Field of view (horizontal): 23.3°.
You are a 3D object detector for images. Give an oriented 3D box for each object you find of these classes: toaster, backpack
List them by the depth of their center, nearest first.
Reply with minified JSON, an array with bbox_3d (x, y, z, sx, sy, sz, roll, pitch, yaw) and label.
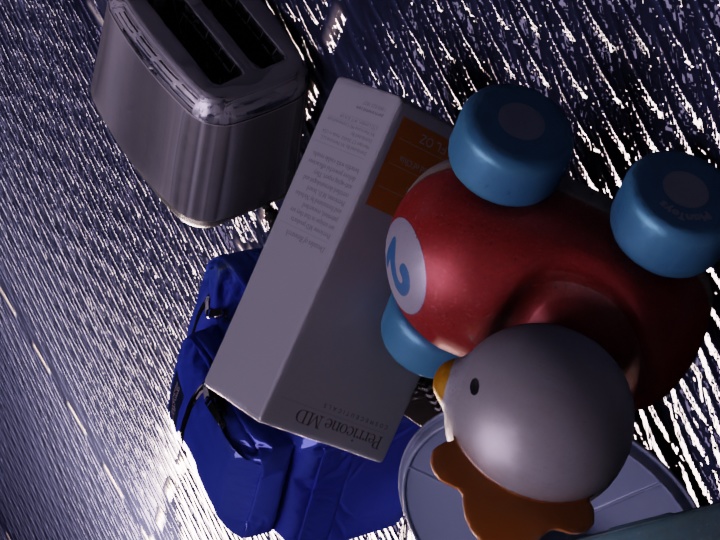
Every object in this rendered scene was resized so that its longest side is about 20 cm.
[{"bbox_3d":[-0.111,-0.127,1.246,0.200,0.113,0.130,53,151,26],"label":"toaster"},{"bbox_3d":[-0.055,0.077,1.259,0.201,0.167,0.163,61,145,34],"label":"backpack"}]

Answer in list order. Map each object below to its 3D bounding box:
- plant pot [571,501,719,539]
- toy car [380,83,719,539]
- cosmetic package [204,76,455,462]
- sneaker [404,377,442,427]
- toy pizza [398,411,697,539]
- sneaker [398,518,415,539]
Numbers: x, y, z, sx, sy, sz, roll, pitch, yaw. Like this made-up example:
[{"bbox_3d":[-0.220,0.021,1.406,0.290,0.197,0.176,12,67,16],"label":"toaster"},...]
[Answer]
[{"bbox_3d":[0.180,0.213,0.844,0.200,0.199,0.198,142,118,-65],"label":"plant pot"},{"bbox_3d":[0.079,0.049,0.885,0.176,0.201,0.185,23,139,3],"label":"toy car"},{"bbox_3d":[0.000,0.000,1.036,0.071,0.101,0.201,27,94,53],"label":"cosmetic package"},{"bbox_3d":[0.097,0.093,1.120,0.200,0.085,0.073,44,133,-3],"label":"sneaker"},{"bbox_3d":[0.119,0.150,1.072,0.199,0.032,0.201,15,132,16],"label":"toy pizza"},{"bbox_3d":[0.073,0.217,1.204,0.115,0.075,0.201,94,165,-46],"label":"sneaker"}]
